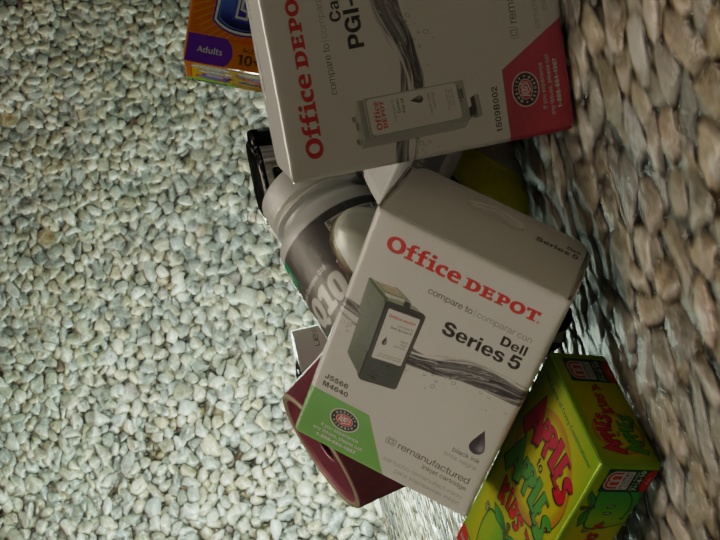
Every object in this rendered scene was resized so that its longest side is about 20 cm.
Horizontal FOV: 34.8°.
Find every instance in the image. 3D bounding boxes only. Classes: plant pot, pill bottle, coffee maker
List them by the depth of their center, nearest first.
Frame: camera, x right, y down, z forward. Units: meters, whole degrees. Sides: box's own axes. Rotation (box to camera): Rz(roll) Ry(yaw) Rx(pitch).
[{"bbox_3d":[0.000,0.000,0.997,0.201,0.112,0.114,57,164,27],"label":"pill bottle"},{"bbox_3d":[0.032,0.122,1.097,0.200,0.178,0.201,51,163,22],"label":"plant pot"},{"bbox_3d":[-0.041,-0.131,1.469,0.192,0.198,0.136,123,135,-81],"label":"coffee maker"}]

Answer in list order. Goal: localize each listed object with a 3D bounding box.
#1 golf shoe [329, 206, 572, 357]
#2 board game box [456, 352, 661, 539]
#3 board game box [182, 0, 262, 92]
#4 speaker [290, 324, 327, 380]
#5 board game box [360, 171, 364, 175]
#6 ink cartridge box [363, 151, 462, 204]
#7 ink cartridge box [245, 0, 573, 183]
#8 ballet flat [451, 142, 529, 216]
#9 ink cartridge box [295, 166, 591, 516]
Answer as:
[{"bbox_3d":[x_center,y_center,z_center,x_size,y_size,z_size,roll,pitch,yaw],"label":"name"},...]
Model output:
[{"bbox_3d":[0.072,0.001,0.883,0.092,0.199,0.073,-50,13,56],"label":"golf shoe"},{"bbox_3d":[0.134,0.167,0.821,0.102,0.047,0.201,-108,30,-48],"label":"board game box"},{"bbox_3d":[-0.067,-0.285,1.165,0.200,0.198,0.202,-149,69,-80],"label":"board game box"},{"bbox_3d":[0.022,0.085,1.285,0.081,0.198,0.082,168,90,-83],"label":"speaker"},{"bbox_3d":[0.025,-0.085,1.164,0.200,0.046,0.153,141,126,-85],"label":"board game box"},{"bbox_3d":[0.057,-0.132,0.938,0.200,0.050,0.163,-99,35,-77],"label":"ink cartridge box"},{"bbox_3d":[0.031,-0.150,0.777,0.083,0.198,0.148,-125,23,-74],"label":"ink cartridge box"},{"bbox_3d":[0.089,-0.102,0.954,0.067,0.066,0.200,-59,33,11],"label":"ballet flat"},{"bbox_3d":[0.056,0.051,0.819,0.084,0.144,0.201,-51,-16,-58],"label":"ink cartridge box"}]
